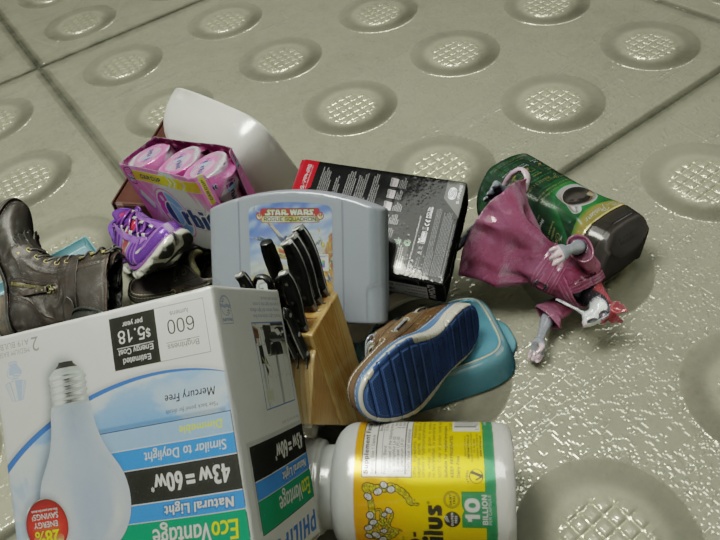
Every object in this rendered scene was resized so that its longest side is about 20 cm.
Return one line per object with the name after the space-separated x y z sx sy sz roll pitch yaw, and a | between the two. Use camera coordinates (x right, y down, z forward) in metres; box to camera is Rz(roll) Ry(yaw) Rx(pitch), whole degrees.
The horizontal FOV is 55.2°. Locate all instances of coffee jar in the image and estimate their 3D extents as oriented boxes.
0.245 -0.064 0.849 0.103 0.087 0.199 -25 45 -30 | coffee jar

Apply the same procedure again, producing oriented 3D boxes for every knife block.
-0.048 0.059 0.664 0.063 0.199 0.180 -1 77 24 | knife block

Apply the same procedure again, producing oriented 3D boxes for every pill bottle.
0.036 0.194 0.616 0.195 0.114 0.114 -1 45 8 | pill bottle

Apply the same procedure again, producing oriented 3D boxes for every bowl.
-0.174 -0.144 0.943 0.198 0.200 0.075 29 76 32 | bowl

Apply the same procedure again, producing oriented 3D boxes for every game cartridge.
-0.067 -0.016 0.719 0.196 0.136 0.041 1 11 18 | game cartridge

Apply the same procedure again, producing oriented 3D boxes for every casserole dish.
0.079 0.089 0.766 0.196 0.039 0.122 -16 46 -7 | casserole dish

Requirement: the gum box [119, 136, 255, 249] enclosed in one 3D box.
-0.204 -0.094 0.859 0.198 0.115 0.066 16 51 44 | gum box

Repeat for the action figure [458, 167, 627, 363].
0.206 -0.001 0.770 0.198 0.135 0.149 33 38 13 | action figure

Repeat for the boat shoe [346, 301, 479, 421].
0.043 0.088 0.683 0.071 0.074 0.199 2 16 39 | boat shoe

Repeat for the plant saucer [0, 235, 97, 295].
-0.450 0.024 0.942 0.198 0.019 0.070 -34 49 -22 | plant saucer

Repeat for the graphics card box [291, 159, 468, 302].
0.013 -0.048 0.762 0.196 0.051 0.128 9 66 17 | graphics card box

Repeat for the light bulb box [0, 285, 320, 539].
-0.152 0.132 0.530 0.194 0.125 0.204 -13 84 15 | light bulb box

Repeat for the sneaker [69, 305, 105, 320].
-0.318 0.104 0.763 0.198 0.074 0.090 -27 39 42 | sneaker

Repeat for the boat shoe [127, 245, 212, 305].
-0.208 0.001 0.885 0.196 0.066 0.074 -12 46 0 | boat shoe

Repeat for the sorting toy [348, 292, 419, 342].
0.000 0.000 0.820 0.198 0.108 0.180 -29 49 -17 | sorting toy

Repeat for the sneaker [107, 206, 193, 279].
-0.282 -0.042 0.874 0.080 0.084 0.198 -40 22 -30 | sneaker

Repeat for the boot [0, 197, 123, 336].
-0.373 -0.006 0.868 0.171 0.069 0.205 -11 82 16 | boot

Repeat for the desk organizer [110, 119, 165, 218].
-0.288 -0.138 1.033 0.075 0.073 0.202 3 47 10 | desk organizer
